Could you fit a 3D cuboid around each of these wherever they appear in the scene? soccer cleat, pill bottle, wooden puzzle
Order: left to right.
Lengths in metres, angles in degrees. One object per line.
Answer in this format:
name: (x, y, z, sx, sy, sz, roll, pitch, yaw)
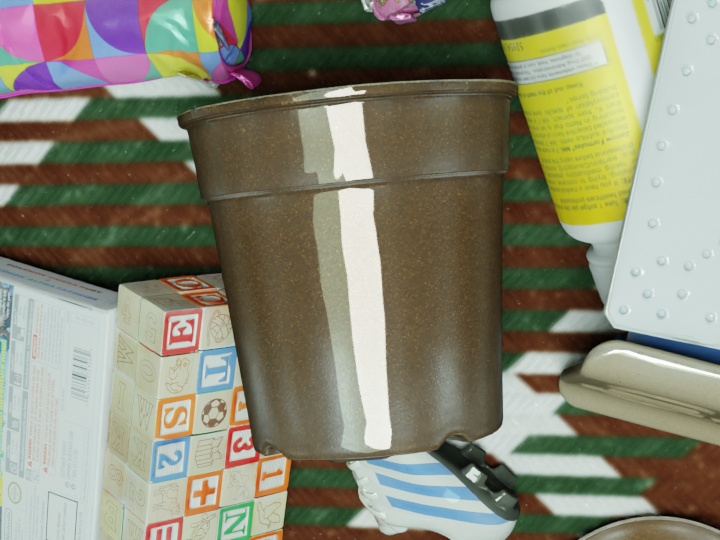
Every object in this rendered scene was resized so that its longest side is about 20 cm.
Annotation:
soccer cleat: (0.016, 0.127, 0.916, 0.200, 0.070, 0.086, 40, 105, -4)
pill bottle: (0.159, -0.086, 0.807, 0.113, 0.114, 0.202, -17, 102, 14)
wooden puzzle: (0.218, 0.072, 0.816, 0.184, 0.200, 0.047, 14, 81, 6)

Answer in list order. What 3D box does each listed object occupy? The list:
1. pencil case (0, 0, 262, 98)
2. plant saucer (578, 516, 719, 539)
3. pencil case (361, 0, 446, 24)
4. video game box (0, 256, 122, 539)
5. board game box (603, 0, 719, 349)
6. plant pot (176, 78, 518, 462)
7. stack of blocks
pencil case: (-0.164, -0.153, 0.863, 0.198, 0.088, 0.089, 0, 106, 12)
plant saucer: (0.202, 0.267, 0.907, 0.198, 0.032, 0.202, -6, 74, 21)
pencil case: (-0.002, -0.245, 0.808, 0.201, 0.086, 0.083, 55, 142, -8)
video game box: (-0.242, 0.095, 0.944, 0.181, 0.047, 0.202, 15, 109, 21)
board game box: (0.246, -0.050, 0.746, 0.198, 0.026, 0.202, 11, 95, -5)
plant pot: (0.000, 0.000, 0.794, 0.198, 0.200, 0.200, -4, 92, 11)
stack of blocks: (-0.105, 0.107, 0.906, 0.058, 0.114, 0.202, 24, 114, 46)
